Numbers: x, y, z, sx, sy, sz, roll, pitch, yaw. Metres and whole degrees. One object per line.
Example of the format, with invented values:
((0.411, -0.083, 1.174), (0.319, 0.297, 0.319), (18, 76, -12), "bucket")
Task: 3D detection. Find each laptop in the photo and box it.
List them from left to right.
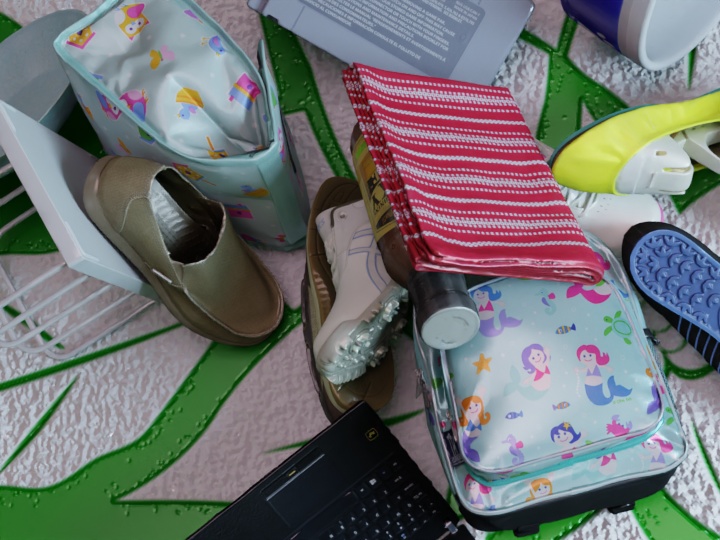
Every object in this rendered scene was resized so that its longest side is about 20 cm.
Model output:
((0.001, 0.230, 0.986), (0.177, 0.103, 0.200), (-38, 110, -2), "laptop")

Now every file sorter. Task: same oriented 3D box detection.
((-0.252, -0.019, 1.063), (0.124, 0.200, 0.139), (-32, 76, 6), "file sorter")

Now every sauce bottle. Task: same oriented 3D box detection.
((0.040, -0.032, 0.965), (0.065, 0.065, 0.200), (-22, 46, 5), "sauce bottle")

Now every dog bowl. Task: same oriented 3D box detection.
((0.237, -0.253, 1.034), (0.079, 0.200, 0.200), (37, 84, 22), "dog bowl")

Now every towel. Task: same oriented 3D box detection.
((0.075, -0.069, 0.958), (0.144, 0.023, 0.200), (5, 44, -26), "towel")

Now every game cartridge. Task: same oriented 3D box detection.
((0.028, -0.216, 1.095), (0.200, 0.040, 0.134), (29, 107, -8), "game cartridge")

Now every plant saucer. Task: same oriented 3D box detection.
((-0.288, -0.131, 1.160), (0.201, 0.039, 0.201), (-26, 39, 23), "plant saucer")

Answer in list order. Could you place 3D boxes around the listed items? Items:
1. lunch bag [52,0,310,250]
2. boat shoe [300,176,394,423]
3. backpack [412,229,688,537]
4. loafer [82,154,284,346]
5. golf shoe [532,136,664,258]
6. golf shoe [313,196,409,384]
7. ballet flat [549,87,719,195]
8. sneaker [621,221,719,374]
((-0.119, -0.111, 1.080), (0.200, 0.170, 0.122), (38, 75, 20), "lunch bag")
((-0.017, 0.024, 1.073), (0.072, 0.066, 0.202), (9, 58, -25), "boat shoe")
((0.125, 0.069, 0.994), (0.177, 0.151, 0.201), (-14, 64, 1), "backpack")
((-0.122, -0.010, 1.045), (0.067, 0.200, 0.076), (-2, 54, 47), "loafer")
((0.131, -0.064, 1.059), (0.199, 0.092, 0.076), (18, 76, 15), "golf shoe")
((0.000, 0.000, 1.023), (0.097, 0.078, 0.200), (27, 46, 11), "golf shoe")
((0.234, -0.089, 1.021), (0.199, 0.067, 0.067), (-18, 53, -25), "ballet flat")
((0.268, 0.036, 1.010), (0.200, 0.078, 0.070), (44, 101, -6), "sneaker")
